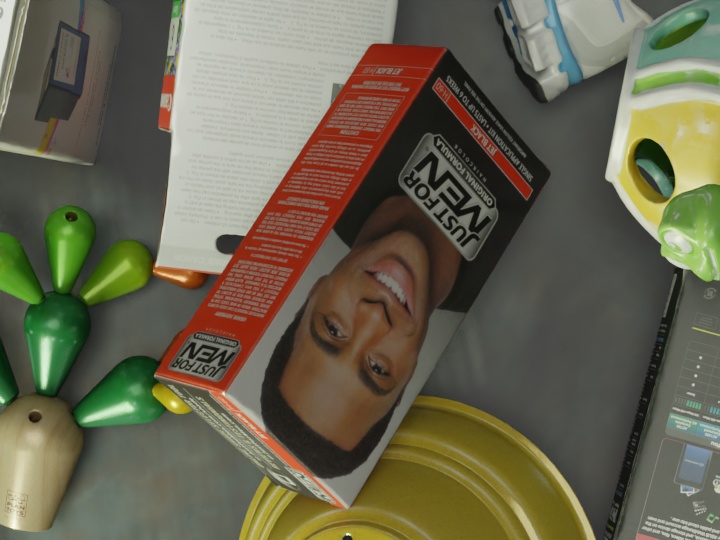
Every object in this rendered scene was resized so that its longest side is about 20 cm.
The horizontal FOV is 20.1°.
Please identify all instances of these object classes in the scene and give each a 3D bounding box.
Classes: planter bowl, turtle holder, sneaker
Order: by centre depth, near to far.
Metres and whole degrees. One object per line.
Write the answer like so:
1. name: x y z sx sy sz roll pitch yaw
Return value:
1. turtle holder: 0.183 -0.051 0.958 0.131 0.141 0.187 12 62 6
2. planter bowl: 0.013 0.163 0.980 0.199 0.083 0.202 0 89 21
3. sneaker: 0.095 -0.192 1.023 0.086 0.075 0.201 -19 95 -4

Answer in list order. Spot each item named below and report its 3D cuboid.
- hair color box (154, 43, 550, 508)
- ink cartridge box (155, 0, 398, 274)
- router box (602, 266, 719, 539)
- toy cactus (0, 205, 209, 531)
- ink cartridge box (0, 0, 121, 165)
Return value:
1. hair color box: 0.000 0.000 0.971 0.102 0.061 0.201 45 69 -35
2. ink cartridge box: -0.043 -0.098 1.019 0.108 0.050 0.202 7 94 -14
3. router box: 0.232 0.096 1.002 0.198 0.062 0.151 16 89 4
4. toy cactus: -0.154 0.051 1.026 0.198 0.102 0.166 11 99 -4
5. ink cartridge box: -0.208 -0.109 0.971 0.144 0.200 0.088 11 90 4
